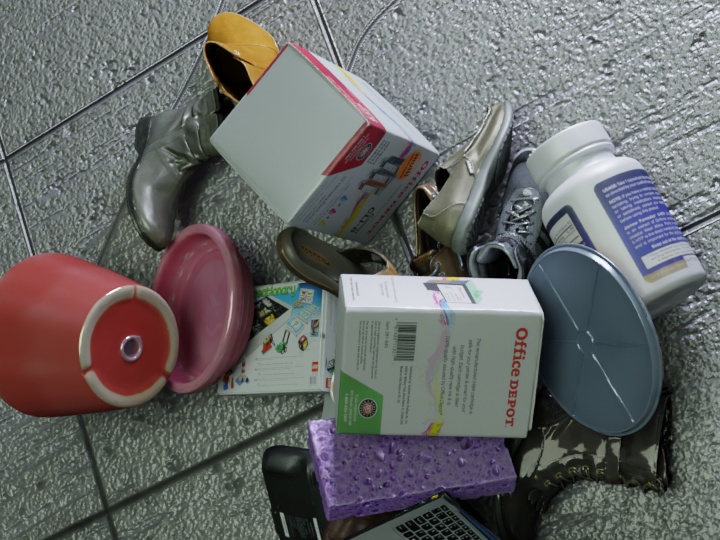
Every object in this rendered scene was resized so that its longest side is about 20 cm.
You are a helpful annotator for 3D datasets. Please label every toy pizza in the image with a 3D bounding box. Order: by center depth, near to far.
[{"bbox_3d":[0.235,0.067,1.475,0.200,0.032,0.201,35,135,46],"label":"toy pizza"}]

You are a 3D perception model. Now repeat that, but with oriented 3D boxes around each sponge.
[{"bbox_3d":[0.051,0.193,1.529,0.199,0.030,0.112,-7,46,-8],"label":"sponge"}]

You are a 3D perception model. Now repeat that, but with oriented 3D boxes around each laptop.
[{"bbox_3d":[0.116,0.324,1.497,0.199,0.187,0.116,-28,37,21],"label":"laptop"}]

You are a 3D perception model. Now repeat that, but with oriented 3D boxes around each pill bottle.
[{"bbox_3d":[0.257,-0.048,1.525,0.119,0.120,0.201,-33,73,20],"label":"pill bottle"}]

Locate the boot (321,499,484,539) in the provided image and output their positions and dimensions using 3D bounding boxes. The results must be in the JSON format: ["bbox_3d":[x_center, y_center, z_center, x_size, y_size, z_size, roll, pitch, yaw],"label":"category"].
[{"bbox_3d":[0.018,0.322,1.599,0.201,0.186,0.064,-65,25,16],"label":"boot"}]

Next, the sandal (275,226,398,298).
[{"bbox_3d":[0.000,0.000,1.621,0.055,0.199,0.082,-46,25,30],"label":"sandal"}]

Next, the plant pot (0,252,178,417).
[{"bbox_3d":[-0.322,0.083,1.749,0.177,0.200,0.202,4,84,45],"label":"plant pot"}]

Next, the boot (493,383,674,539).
[{"bbox_3d":[0.236,0.208,1.535,0.173,0.069,0.201,8,84,29],"label":"boot"}]

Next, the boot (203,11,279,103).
[{"bbox_3d":[-0.148,-0.255,1.757,0.071,0.144,0.201,-46,65,13],"label":"boot"}]

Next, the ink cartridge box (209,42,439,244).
[{"bbox_3d":[-0.035,-0.137,1.652,0.145,0.200,0.145,45,104,22],"label":"ink cartridge box"}]

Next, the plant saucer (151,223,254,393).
[{"bbox_3d":[-0.185,0.047,1.753,0.200,0.051,0.202,-16,70,51],"label":"plant saucer"}]

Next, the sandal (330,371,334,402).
[{"bbox_3d":[0.070,0.122,1.594,0.205,0.059,0.080,3,86,0],"label":"sandal"}]

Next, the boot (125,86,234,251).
[{"bbox_3d":[-0.213,-0.130,1.793,0.130,0.068,0.201,-19,55,25],"label":"boot"}]

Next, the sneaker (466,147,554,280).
[{"bbox_3d":[0.168,-0.039,1.579,0.075,0.114,0.201,2,84,27],"label":"sneaker"}]

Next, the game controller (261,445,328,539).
[{"bbox_3d":[-0.050,0.281,1.639,0.104,0.042,0.201,10,124,35],"label":"game controller"}]

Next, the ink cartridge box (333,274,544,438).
[{"bbox_3d":[0.076,0.087,1.499,0.199,0.084,0.146,2,115,-5],"label":"ink cartridge box"}]

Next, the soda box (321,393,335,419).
[{"bbox_3d":[0.000,0.158,1.664,0.063,0.068,0.201,6,85,29],"label":"soda box"}]

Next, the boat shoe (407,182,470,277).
[{"bbox_3d":[0.089,-0.001,1.627,0.072,0.072,0.201,-29,62,44],"label":"boat shoe"}]

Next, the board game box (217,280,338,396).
[{"bbox_3d":[-0.093,0.079,1.701,0.199,0.034,0.127,-7,77,50],"label":"board game box"}]

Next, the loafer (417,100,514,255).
[{"bbox_3d":[0.115,-0.110,1.597,0.069,0.075,0.201,16,55,13],"label":"loafer"}]
